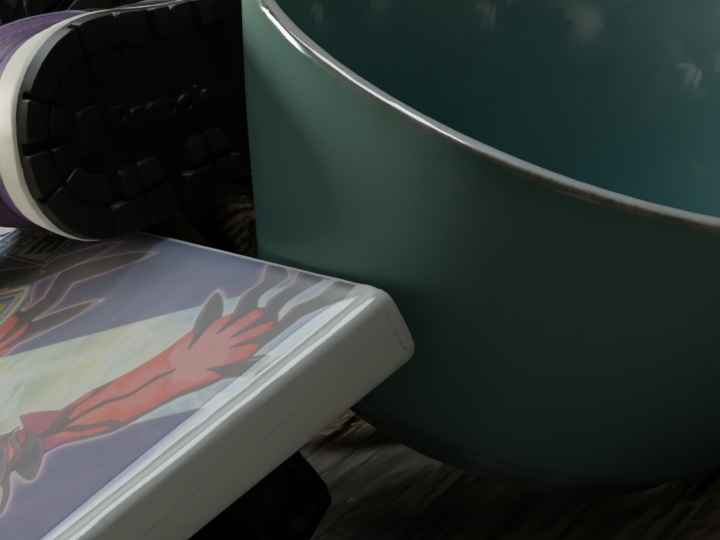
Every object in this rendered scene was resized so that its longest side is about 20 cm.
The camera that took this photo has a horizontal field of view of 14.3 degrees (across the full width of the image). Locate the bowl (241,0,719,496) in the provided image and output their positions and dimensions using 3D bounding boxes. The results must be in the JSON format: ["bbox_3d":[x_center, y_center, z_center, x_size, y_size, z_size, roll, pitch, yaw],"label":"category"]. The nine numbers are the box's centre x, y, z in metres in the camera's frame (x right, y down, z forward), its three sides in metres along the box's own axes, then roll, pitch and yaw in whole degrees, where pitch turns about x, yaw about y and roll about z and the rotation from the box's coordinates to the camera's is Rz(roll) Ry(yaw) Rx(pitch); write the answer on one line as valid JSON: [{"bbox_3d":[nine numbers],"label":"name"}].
[{"bbox_3d":[0.052,-0.014,0.767,0.200,0.105,0.201,14,25,-7],"label":"bowl"}]

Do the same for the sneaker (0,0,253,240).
[{"bbox_3d":[-0.059,-0.053,0.824,0.087,0.076,0.200,1,6,37],"label":"sneaker"}]

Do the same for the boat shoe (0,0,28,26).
[{"bbox_3d":[-0.141,-0.055,1.100,0.071,0.091,0.200,-4,-29,10],"label":"boat shoe"}]

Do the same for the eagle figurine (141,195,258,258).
[{"bbox_3d":[0.004,-0.006,0.943,0.200,0.151,0.152,20,39,-25],"label":"eagle figurine"}]

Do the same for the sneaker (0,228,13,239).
[{"bbox_3d":[-0.133,0.021,1.055,0.200,0.073,0.071,-23,36,31],"label":"sneaker"}]

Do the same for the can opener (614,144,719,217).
[{"bbox_3d":[0.067,-0.053,0.885,0.053,0.200,0.067,-28,-19,-40],"label":"can opener"}]

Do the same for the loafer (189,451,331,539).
[{"bbox_3d":[-0.089,0.062,0.804,0.200,0.068,0.070,5,54,45],"label":"loafer"}]

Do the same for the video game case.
[{"bbox_3d":[-0.110,0.056,0.715,0.200,0.023,0.182,-38,26,-23],"label":"video game case"}]

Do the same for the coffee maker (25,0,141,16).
[{"bbox_3d":[-0.076,-0.103,1.338,0.134,0.192,0.200,-27,2,20],"label":"coffee maker"}]
